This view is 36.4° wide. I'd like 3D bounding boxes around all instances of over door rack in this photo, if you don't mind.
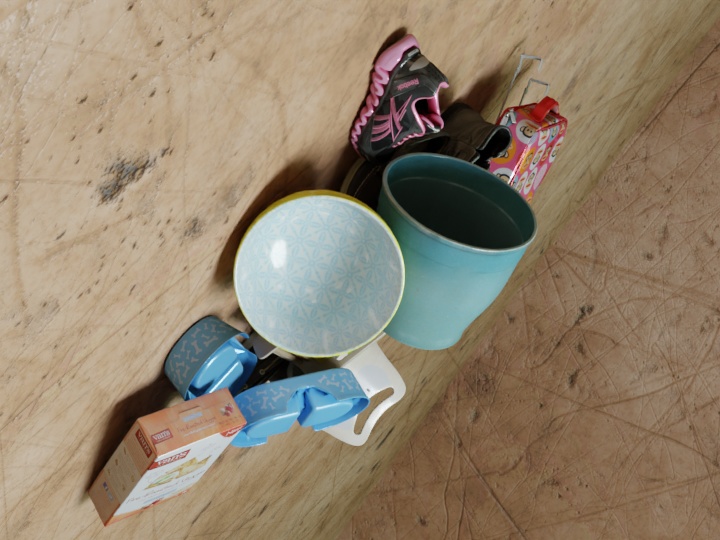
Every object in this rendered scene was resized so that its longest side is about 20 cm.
[{"bbox_3d":[0.216,-0.240,1.727,0.201,0.066,0.148,-58,165,3],"label":"over door rack"}]

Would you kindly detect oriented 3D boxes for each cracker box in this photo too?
[{"bbox_3d":[-0.242,0.233,1.361,0.133,0.058,0.200,-17,155,-41],"label":"cracker box"}]

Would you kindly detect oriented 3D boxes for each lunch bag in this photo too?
[{"bbox_3d":[0.243,-0.180,1.650,0.200,0.082,0.177,-23,142,-62],"label":"lunch bag"}]

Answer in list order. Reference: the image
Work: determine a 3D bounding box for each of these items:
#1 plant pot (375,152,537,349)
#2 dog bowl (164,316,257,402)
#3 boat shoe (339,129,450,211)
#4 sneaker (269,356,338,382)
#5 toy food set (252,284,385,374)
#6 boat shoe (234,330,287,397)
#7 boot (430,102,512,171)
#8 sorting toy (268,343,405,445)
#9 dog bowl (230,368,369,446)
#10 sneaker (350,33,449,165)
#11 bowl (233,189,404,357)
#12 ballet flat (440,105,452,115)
[{"bbox_3d":[0.094,-0.013,1.372,0.200,0.199,0.189,-33,151,-50],"label":"plant pot"},{"bbox_3d":[-0.191,0.122,1.386,0.112,0.049,0.200,-48,165,-14],"label":"dog bowl"},{"bbox_3d":[0.045,-0.131,1.423,0.200,0.064,0.074,-51,136,-29],"label":"boat shoe"},{"bbox_3d":[-0.060,0.089,1.612,0.200,0.075,0.106,-48,-158,-23],"label":"sneaker"},{"bbox_3d":[-0.043,0.088,1.443,0.143,0.061,0.200,-38,155,5],"label":"toy food set"},{"bbox_3d":[-0.175,0.172,1.532,0.202,0.060,0.072,-52,166,1],"label":"boat shoe"},{"bbox_3d":[0.109,-0.136,1.486,0.200,0.068,0.131,-49,-149,7],"label":"boot"},{"bbox_3d":[-0.031,0.172,1.706,0.201,0.180,0.107,-50,-177,-3],"label":"sorting toy"},{"bbox_3d":[-0.086,0.181,1.468,0.198,0.050,0.112,-11,156,-26],"label":"dog bowl"},{"bbox_3d":[0.052,-0.181,1.301,0.079,0.095,0.201,-44,165,-31],"label":"sneaker"},{"bbox_3d":[-0.050,-0.011,1.293,0.201,0.199,0.108,-55,-163,16],"label":"bowl"},{"bbox_3d":[0.085,-0.156,1.580,0.201,0.066,0.057,-55,-152,14],"label":"ballet flat"}]
